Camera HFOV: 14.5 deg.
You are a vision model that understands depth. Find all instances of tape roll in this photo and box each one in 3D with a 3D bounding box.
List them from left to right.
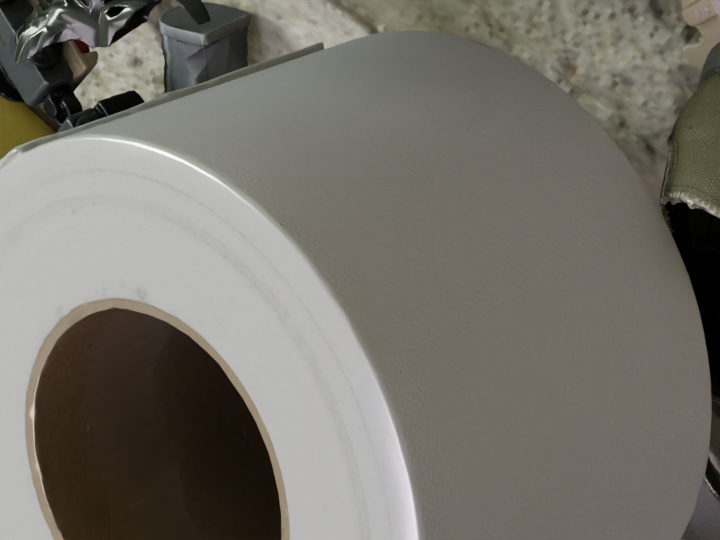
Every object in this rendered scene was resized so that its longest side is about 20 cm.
[{"bbox_3d":[-0.015,0.040,0.846,0.202,0.139,0.204,18,118,37],"label":"tape roll"}]

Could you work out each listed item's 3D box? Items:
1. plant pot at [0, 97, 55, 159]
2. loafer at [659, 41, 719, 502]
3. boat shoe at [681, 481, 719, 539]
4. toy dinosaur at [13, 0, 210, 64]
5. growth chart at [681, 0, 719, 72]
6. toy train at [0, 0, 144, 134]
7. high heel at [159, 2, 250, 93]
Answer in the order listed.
[{"bbox_3d":[-0.190,0.037,1.128,0.199,0.196,0.195,24,141,16],"label":"plant pot"},{"bbox_3d":[0.118,0.017,0.887,0.075,0.070,0.201,22,144,31],"label":"loafer"},{"bbox_3d":[0.060,0.064,1.026,0.199,0.069,0.072,34,147,9],"label":"boat shoe"},{"bbox_3d":[-0.084,-0.147,0.907,0.200,0.102,0.137,23,132,61],"label":"toy dinosaur"},{"bbox_3d":[0.149,-0.079,0.817,0.144,0.018,0.201,6,134,41],"label":"growth chart"},{"bbox_3d":[-0.118,-0.092,1.002,0.201,0.046,0.034,56,137,12],"label":"toy train"},{"bbox_3d":[0.000,0.000,0.980,0.200,0.071,0.143,28,130,43],"label":"high heel"}]
